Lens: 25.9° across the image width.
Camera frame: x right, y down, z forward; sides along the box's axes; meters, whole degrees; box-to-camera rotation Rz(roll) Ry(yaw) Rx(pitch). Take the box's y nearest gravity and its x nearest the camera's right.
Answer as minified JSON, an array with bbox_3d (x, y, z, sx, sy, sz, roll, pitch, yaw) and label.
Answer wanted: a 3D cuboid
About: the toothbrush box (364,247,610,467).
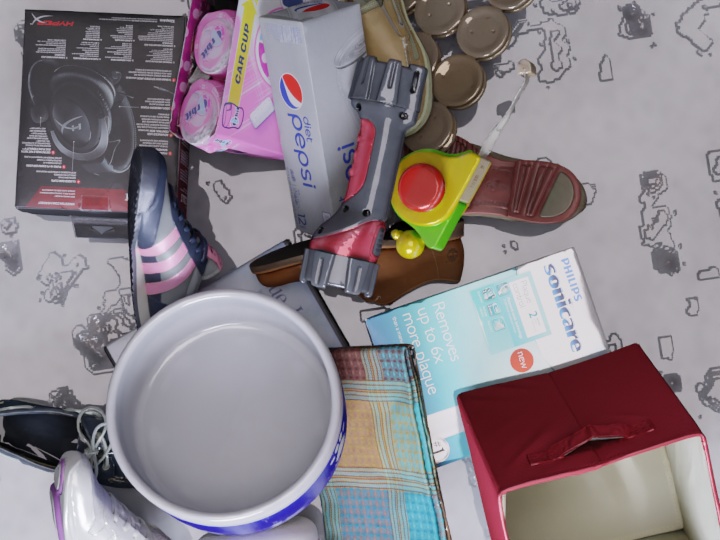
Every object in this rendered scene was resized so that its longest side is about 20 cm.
[{"bbox_3d":[0.119,0.080,1.403,0.199,0.085,0.147,-18,88,-1],"label":"toothbrush box"}]

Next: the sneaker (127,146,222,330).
[{"bbox_3d":[-0.162,-0.028,1.363,0.081,0.201,0.070,-3,45,-9],"label":"sneaker"}]

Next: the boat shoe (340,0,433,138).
[{"bbox_3d":[0.010,-0.215,1.393,0.071,0.076,0.201,-22,68,16],"label":"boat shoe"}]

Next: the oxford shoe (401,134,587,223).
[{"bbox_3d":[0.110,-0.077,1.420,0.199,0.075,0.071,18,92,22],"label":"oxford shoe"}]

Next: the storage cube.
[{"bbox_3d":[0.190,0.192,1.288,0.170,0.180,0.201,-16,113,-1],"label":"storage cube"}]

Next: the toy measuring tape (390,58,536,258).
[{"bbox_3d":[0.078,-0.104,1.358,0.073,0.074,0.201,29,97,2],"label":"toy measuring tape"}]

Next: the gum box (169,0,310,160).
[{"bbox_3d":[-0.096,-0.197,1.396,0.066,0.113,0.201,8,87,41],"label":"gum box"}]

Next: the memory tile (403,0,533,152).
[{"bbox_3d":[0.062,-0.213,1.423,0.153,0.017,0.201,29,88,27],"label":"memory tile"}]

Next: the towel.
[{"bbox_3d":[0.009,0.166,1.379,0.146,0.022,0.201,-6,97,43],"label":"towel"}]

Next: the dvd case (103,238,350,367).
[{"bbox_3d":[-0.116,0.082,1.439,0.199,0.018,0.143,-30,87,-1],"label":"dvd case"}]

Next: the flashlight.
[{"bbox_3d":[-0.001,-0.081,1.334,0.067,0.068,0.201,11,90,-27],"label":"flashlight"}]

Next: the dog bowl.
[{"bbox_3d":[-0.111,0.122,1.335,0.199,0.079,0.201,-2,71,5],"label":"dog bowl"}]

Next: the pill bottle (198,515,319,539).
[{"bbox_3d":[-0.079,0.324,1.381,0.112,0.112,0.201,-9,88,0],"label":"pill bottle"}]

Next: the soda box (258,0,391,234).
[{"bbox_3d":[-0.029,-0.133,1.377,0.068,0.063,0.201,-23,115,-34],"label":"soda box"}]

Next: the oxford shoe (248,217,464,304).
[{"bbox_3d":[0.000,0.000,1.410,0.199,0.071,0.072,-7,103,-7],"label":"oxford shoe"}]

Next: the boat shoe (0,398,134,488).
[{"bbox_3d":[-0.250,0.156,1.409,0.199,0.062,0.075,15,94,6],"label":"boat shoe"}]

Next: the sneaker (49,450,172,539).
[{"bbox_3d":[-0.216,0.232,1.382,0.099,0.075,0.201,-15,126,-7],"label":"sneaker"}]

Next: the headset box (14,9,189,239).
[{"bbox_3d":[-0.231,-0.129,1.421,0.148,0.077,0.201,2,88,1],"label":"headset box"}]
